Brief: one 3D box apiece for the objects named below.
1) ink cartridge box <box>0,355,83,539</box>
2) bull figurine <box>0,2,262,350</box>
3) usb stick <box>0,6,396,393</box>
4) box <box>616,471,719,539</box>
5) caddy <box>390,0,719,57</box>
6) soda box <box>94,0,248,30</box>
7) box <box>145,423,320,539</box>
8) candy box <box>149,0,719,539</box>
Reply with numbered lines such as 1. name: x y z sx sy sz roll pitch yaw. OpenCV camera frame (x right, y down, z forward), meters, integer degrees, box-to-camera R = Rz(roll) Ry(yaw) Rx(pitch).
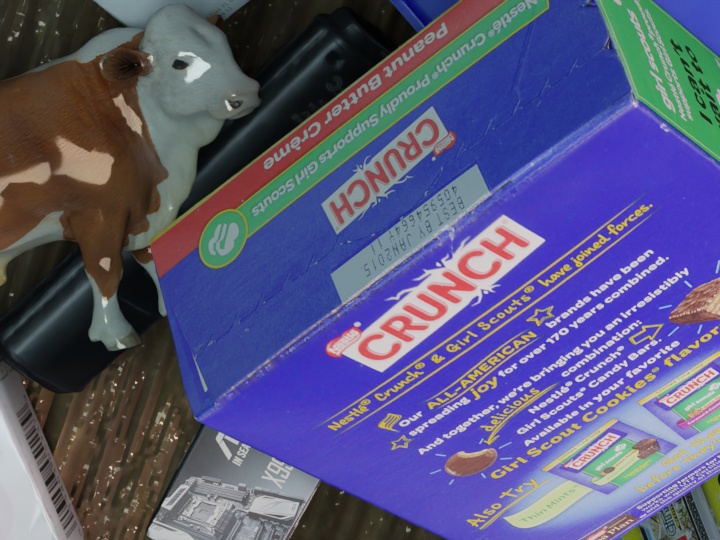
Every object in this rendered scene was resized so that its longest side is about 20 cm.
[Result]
1. ink cartridge box: -0.234 0.076 1.130 0.200 0.057 0.163 -21 99 4
2. bull figurine: -0.121 -0.028 1.043 0.199 0.065 0.122 -10 100 17
3. usb stick: -0.065 -0.026 1.094 0.200 0.055 0.033 -43 52 12
4. box: 0.130 0.164 0.973 0.137 0.038 0.200 -37 68 46
5. caddy: 0.070 -0.129 0.933 0.141 0.105 0.200 -42 92 -29
6. soda box: -0.024 -0.172 1.035 0.200 0.068 0.064 -38 140 14
7. box: 0.000 0.000 1.017 0.050 0.158 0.200 29 116 -1
8. candy box: 0.060 0.005 0.872 0.169 0.200 0.077 -35 54 20
